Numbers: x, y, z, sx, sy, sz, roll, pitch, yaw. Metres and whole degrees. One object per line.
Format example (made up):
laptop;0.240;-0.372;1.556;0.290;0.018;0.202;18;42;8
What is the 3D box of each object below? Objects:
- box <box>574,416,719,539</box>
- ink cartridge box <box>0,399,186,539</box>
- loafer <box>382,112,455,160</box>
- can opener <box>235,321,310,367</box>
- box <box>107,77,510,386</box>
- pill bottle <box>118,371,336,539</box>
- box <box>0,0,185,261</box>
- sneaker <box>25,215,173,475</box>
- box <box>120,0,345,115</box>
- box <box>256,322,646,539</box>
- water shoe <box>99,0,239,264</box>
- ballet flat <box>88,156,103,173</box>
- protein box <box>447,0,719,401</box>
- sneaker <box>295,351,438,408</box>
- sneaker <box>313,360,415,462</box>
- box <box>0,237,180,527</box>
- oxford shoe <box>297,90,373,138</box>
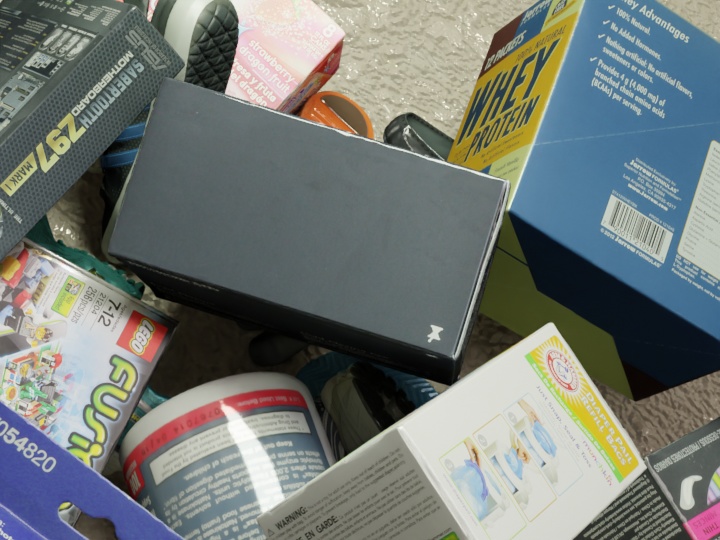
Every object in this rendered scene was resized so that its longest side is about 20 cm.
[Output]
box;0.251;0.209;1.277;0.122;0.106;0.200;-22;74;-38
ink cartridge box;-0.180;0.197;0.985;0.199;0.200;0.041;37;6;-4
loafer;0.107;-0.054;1.378;0.200;0.070;0.068;37;26;-7
can opener;0.000;0.000;1.289;0.200;0.066;0.053;-31;104;-36
box;-0.023;-0.016;1.100;0.199;0.182;0.105;17;84;4
pill bottle;-0.051;0.170;1.071;0.119;0.120;0.201;-5;60;-33
box;-0.202;-0.091;1.109;0.158;0.200;0.051;-48;118;-11
sneaker;-0.167;0.024;1.157;0.079;0.078;0.201;-26;83;-8
box;-0.114;-0.181;1.291;0.200;0.103;0.095;42;82;3
box;0.055;0.120;1.038;0.102;0.112;0.200;56;32;4
water shoe;-0.134;-0.100;1.207;0.079;0.201;0.071;34;31;22
ballet flat;-0.184;-0.101;1.256;0.199;0.074;0.074;25;51;-13
protein box;0.171;-0.056;1.289;0.198;0.135;0.201;30;63;-17
sneaker;0.039;0.124;1.230;0.200;0.081;0.077;32;48;17
sneaker;0.024;0.158;1.157;0.201;0.086;0.078;59;25;9
box;-0.195;0.092;1.080;0.110;0.035;0.201;28;73;-8
oxford shoe;-0.050;-0.034;1.275;0.071;0.073;0.200;37;45;-7
